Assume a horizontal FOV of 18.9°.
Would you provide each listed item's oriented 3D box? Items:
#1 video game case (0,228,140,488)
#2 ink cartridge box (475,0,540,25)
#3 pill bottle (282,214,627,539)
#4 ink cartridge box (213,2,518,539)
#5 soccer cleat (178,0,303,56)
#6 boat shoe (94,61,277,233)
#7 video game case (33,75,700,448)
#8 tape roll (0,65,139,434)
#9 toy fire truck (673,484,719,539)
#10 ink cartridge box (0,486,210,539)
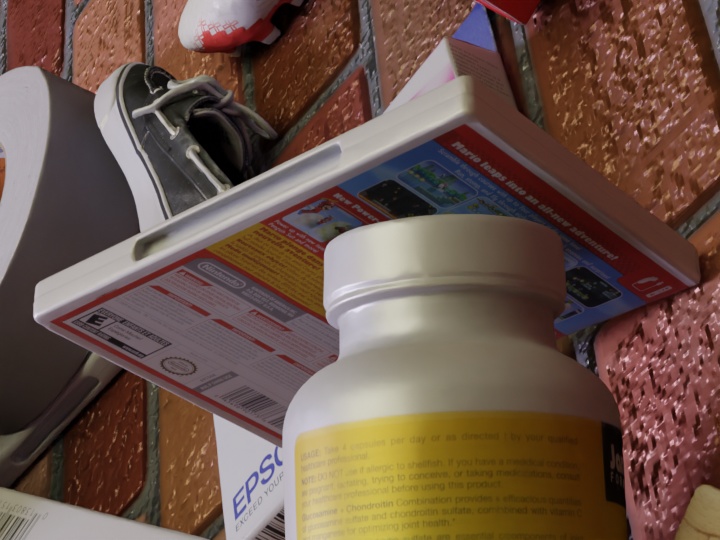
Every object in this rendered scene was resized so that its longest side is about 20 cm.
[{"bbox_3d":[-0.174,0.009,1.261,0.182,0.023,0.201,-44,34,35],"label":"video game case"},{"bbox_3d":[0.053,-0.185,0.961,0.117,0.067,0.200,-59,31,7],"label":"ink cartridge box"},{"bbox_3d":[0.031,0.089,0.694,0.112,0.111,0.202,-21,66,53],"label":"pill bottle"},{"bbox_3d":[0.000,0.000,0.944,0.197,0.043,0.201,-50,33,28],"label":"ink cartridge box"},{"bbox_3d":[-0.051,-0.179,1.128,0.200,0.085,0.069,-30,43,47],"label":"soccer cleat"},{"bbox_3d":[-0.085,-0.063,1.109,0.068,0.073,0.200,-47,28,16],"label":"boat shoe"},{"bbox_3d":[0.001,0.005,0.779,0.199,0.143,0.018,-23,53,32],"label":"video game case"},{"bbox_3d":[-0.199,-0.013,1.229,0.200,0.066,0.202,-39,39,40],"label":"tape roll"},{"bbox_3d":[0.132,0.082,0.637,0.141,0.048,0.201,-39,37,40],"label":"toy fire truck"},{"bbox_3d":[-0.155,0.190,0.981,0.199,0.044,0.174,5,57,51],"label":"ink cartridge box"}]
